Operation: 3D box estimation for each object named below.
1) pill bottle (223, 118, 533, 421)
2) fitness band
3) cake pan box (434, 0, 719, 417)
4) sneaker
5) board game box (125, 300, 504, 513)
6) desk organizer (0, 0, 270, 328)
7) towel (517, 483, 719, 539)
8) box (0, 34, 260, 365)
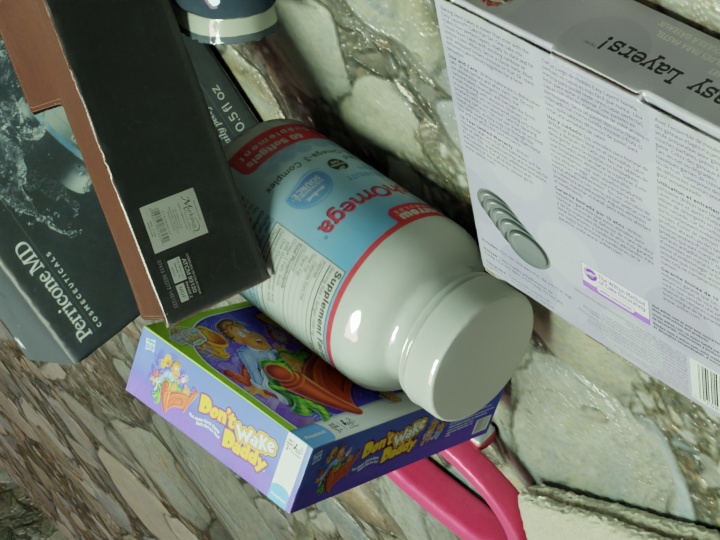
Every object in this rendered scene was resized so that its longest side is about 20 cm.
[{"bbox_3d":[0.000,0.000,0.901,0.200,0.109,0.109,35,154,33],"label":"pill bottle"},{"bbox_3d":[0.053,0.133,1.113,0.200,0.037,0.144,37,155,34],"label":"fitness band"},{"bbox_3d":[0.126,-0.030,0.683,0.200,0.052,0.184,34,155,37],"label":"cake pan box"},{"bbox_3d":[-0.116,-0.199,0.888,0.200,0.070,0.082,30,134,37],"label":"sneaker"},{"bbox_3d":[-0.021,0.067,0.933,0.134,0.200,0.045,32,116,28],"label":"board game box"},{"bbox_3d":[-0.130,-0.074,0.866,0.077,0.072,0.201,-4,108,56],"label":"desk organizer"},{"bbox_3d":[0.174,0.207,0.963,0.200,0.034,0.133,7,117,61],"label":"towel"},{"bbox_3d":[-0.182,-0.075,1.018,0.197,0.200,0.117,56,158,-16],"label":"box"}]
